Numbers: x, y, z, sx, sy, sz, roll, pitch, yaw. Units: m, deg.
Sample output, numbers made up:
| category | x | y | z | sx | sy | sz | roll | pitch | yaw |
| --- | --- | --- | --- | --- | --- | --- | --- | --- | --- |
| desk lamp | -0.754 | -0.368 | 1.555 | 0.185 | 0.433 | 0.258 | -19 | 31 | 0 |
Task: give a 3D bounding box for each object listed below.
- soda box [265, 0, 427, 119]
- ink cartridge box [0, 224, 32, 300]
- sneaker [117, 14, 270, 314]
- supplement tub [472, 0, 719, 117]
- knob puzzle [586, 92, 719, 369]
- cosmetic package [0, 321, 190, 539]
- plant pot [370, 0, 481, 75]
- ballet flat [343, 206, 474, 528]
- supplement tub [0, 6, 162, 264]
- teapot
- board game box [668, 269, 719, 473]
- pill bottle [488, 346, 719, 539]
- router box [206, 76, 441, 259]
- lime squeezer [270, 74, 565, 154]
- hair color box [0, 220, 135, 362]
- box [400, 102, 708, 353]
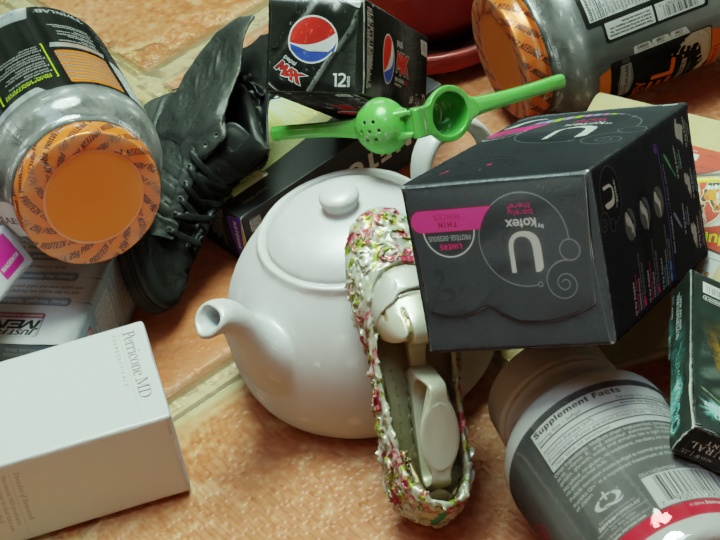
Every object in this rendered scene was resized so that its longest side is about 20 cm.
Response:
| category | x | y | z | sx | sy | sz | roll | pitch | yaw |
| --- | --- | --- | --- | --- | --- | --- | --- | --- | --- |
| soda box | -0.007 | -0.142 | 1.466 | 0.070 | 0.064 | 0.200 | 3 | -1 | 13 |
| ink cartridge box | -0.322 | 0.043 | 1.437 | 0.199 | 0.042 | 0.120 | -23 | 23 | 36 |
| sneaker | -0.110 | -0.074 | 1.497 | 0.104 | 0.060 | 0.201 | -15 | 60 | 34 |
| supplement tub | 0.192 | -0.193 | 1.592 | 0.199 | 0.123 | 0.123 | -22 | 41 | -12 |
| knob puzzle | 0.189 | -0.013 | 1.414 | 0.218 | 0.030 | 0.221 | -14 | 53 | 20 |
| cosmetic package | -0.220 | 0.115 | 1.381 | 0.199 | 0.072 | 0.102 | -17 | 40 | -7 |
| plant pot | 0.042 | -0.268 | 1.677 | 0.199 | 0.183 | 0.201 | -6 | 41 | 5 |
| ballet flat | 0.038 | 0.058 | 1.307 | 0.075 | 0.202 | 0.064 | -12 | 0 | -15 |
| supplement tub | -0.207 | -0.092 | 1.469 | 0.122 | 0.123 | 0.200 | -19 | 33 | -10 |
| teapot | 0.000 | 0.000 | 1.407 | 0.196 | 0.147 | 0.201 | -6 | 40 | 5 |
| board game box | 0.272 | 0.089 | 1.252 | 0.199 | 0.028 | 0.136 | 24 | 40 | -11 |
| pill bottle | 0.150 | 0.129 | 1.250 | 0.110 | 0.111 | 0.200 | -20 | 41 | -10 |
| router box | -0.058 | -0.102 | 1.608 | 0.200 | 0.052 | 0.157 | -35 | 47 | -25 |
| lime squeezer | 0.038 | -0.097 | 1.391 | 0.198 | 0.038 | 0.071 | -11 | -3 | 3 |
| hair color box | -0.211 | 0.004 | 1.515 | 0.098 | 0.061 | 0.201 | 1 | 41 | 15 |
| box | 0.123 | -0.029 | 1.301 | 0.121 | 0.107 | 0.200 | -4 | 13 | 26 |
